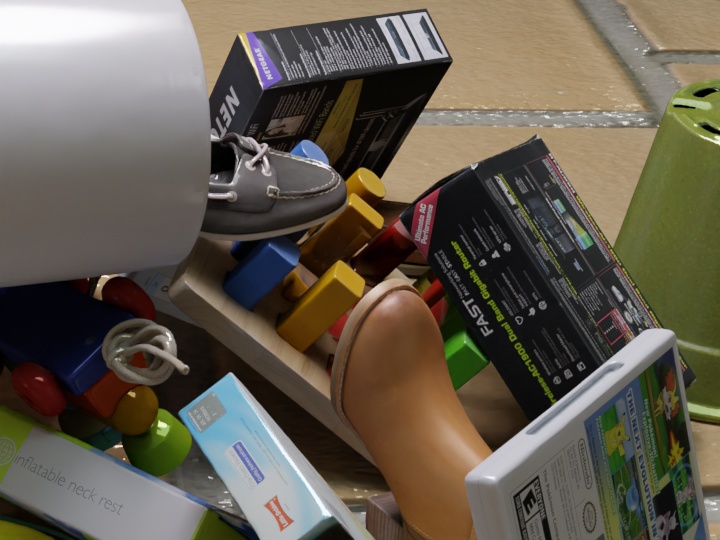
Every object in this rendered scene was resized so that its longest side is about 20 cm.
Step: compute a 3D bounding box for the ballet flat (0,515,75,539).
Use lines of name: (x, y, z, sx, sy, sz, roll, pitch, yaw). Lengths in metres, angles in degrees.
ballet flat: (-0.246, 0.153, 0.971, 0.200, 0.067, 0.067, 16, 45, 14)

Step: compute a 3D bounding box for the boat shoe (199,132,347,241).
boat shoe: (-0.103, -0.057, 1.055, 0.200, 0.057, 0.067, -2, 34, -12)

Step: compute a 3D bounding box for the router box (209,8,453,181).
router box: (-0.041, -0.106, 1.319, 0.157, 0.200, 0.052, -12, 64, -29)

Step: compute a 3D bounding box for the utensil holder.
utensil holder: (-0.197, -0.071, 0.915, 0.200, 0.170, 0.170, -6, 32, -26)

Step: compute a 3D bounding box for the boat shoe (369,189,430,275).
boat shoe: (0.064, -0.034, 1.340, 0.200, 0.068, 0.072, 13, 32, 13)

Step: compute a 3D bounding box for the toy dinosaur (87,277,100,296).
toy dinosaur: (-0.254, -0.019, 1.244, 0.200, 0.086, 0.136, 22, 34, 32)

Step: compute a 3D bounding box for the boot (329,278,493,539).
boot: (0.062, 0.110, 0.958, 0.074, 0.200, 0.155, -28, 35, -28)

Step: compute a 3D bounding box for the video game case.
video game case: (0.127, 0.155, 0.905, 0.022, 0.200, 0.182, 1, 21, 39)

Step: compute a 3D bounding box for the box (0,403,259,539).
box: (-0.129, 0.134, 0.971, 0.200, 0.122, 0.048, 22, 76, 26)

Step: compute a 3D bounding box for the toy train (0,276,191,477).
toy train: (-0.129, 0.070, 0.968, 0.085, 0.116, 0.200, -46, 38, -21)

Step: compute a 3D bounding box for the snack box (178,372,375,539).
snack box: (-0.010, 0.147, 0.899, 0.037, 0.200, 0.116, -38, 43, -3)

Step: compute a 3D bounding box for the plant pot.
plant pot: (0.259, -0.026, 1.244, 0.200, 0.190, 0.200, 4, 30, -2)

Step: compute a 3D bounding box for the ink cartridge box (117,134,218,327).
ink cartridge box: (-0.068, -0.014, 1.206, 0.200, 0.047, 0.160, 22, 33, -23)

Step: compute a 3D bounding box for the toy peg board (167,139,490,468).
toy peg board: (0.000, 0.000, 1.144, 0.199, 0.098, 0.200, 40, 26, -15)

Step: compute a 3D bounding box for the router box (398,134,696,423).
router box: (0.122, 0.019, 1.127, 0.200, 0.062, 0.150, 58, 25, 3)
